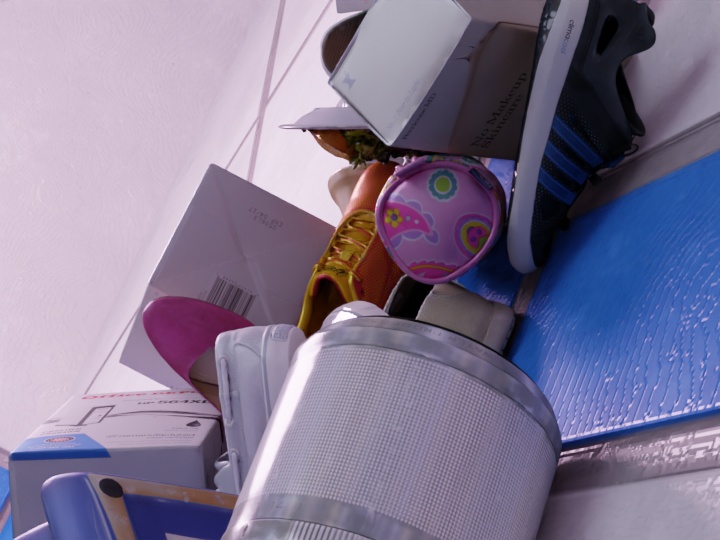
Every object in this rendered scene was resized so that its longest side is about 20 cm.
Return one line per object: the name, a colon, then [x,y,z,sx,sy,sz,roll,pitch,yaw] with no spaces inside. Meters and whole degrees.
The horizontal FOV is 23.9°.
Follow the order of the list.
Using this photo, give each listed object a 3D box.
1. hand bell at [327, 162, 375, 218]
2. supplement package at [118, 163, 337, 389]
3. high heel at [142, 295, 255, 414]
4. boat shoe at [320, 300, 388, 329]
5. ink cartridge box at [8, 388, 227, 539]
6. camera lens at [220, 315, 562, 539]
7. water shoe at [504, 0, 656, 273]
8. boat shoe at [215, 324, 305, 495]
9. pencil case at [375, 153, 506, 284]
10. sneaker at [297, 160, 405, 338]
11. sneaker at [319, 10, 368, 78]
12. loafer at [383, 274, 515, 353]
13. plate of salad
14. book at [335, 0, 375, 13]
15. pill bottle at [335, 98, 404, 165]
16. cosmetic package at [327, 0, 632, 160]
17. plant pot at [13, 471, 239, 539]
hand bell: [0.008,0.027,1.362,0.104,0.103,0.202,144,140,-60]
supplement package: [-0.112,0.024,1.403,0.121,0.120,0.200,-65,4,-25]
high heel: [-0.083,0.100,1.258,0.067,0.200,0.096,-38,27,15]
boat shoe: [0.004,0.079,1.112,0.200,0.068,0.073,-137,32,-57]
ink cartridge box: [-0.173,0.151,1.300,0.200,0.144,0.085,-72,-22,-81]
camera lens: [0.012,0.138,0.909,0.160,0.159,0.202,-39,26,58]
water shoe: [0.140,-0.079,1.079,0.072,0.078,0.202,-75,-7,-55]
boat shoe: [-0.069,0.138,1.196,0.072,0.068,0.203,-51,-41,-65]
pencil case: [0.057,-0.041,1.169,0.088,0.087,0.200,-59,-4,7]
sneaker: [0.000,0.000,1.290,0.077,0.072,0.202,60,-139,-57]
sneaker: [0.068,-0.156,1.285,0.085,0.197,0.074,91,178,-82]
loafer: [0.047,0.034,1.189,0.076,0.068,0.200,-63,13,-10]
plate of salad: [0.035,-0.103,1.305,0.200,0.197,0.049,-160,68,-76]
book: [0.091,-0.225,1.247,0.134,0.197,0.049,-53,-43,-66]
pill bottle: [0.061,-0.165,1.444,0.200,0.113,0.115,-46,20,49]
cosmetic package: [0.084,-0.135,1.130,0.199,0.073,0.104,-1,-48,-51]
plant pot: [-0.124,0.241,1.015,0.181,0.198,0.201,-56,40,24]
